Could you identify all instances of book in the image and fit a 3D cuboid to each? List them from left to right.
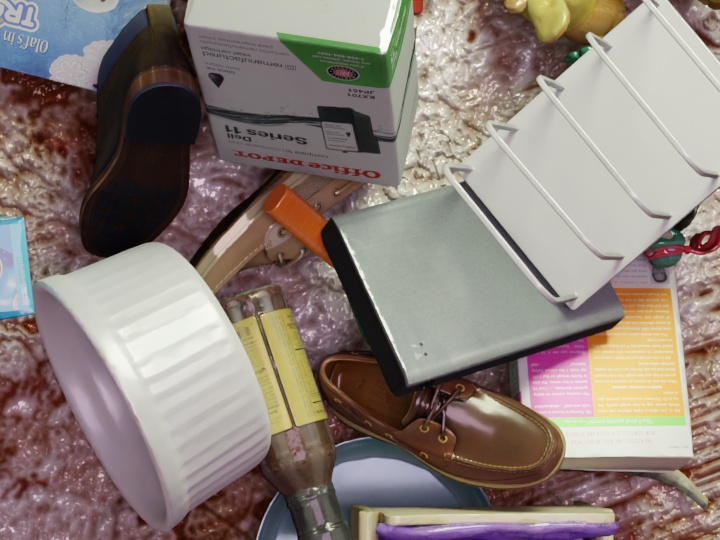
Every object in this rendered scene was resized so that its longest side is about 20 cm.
[{"bbox_3d":[0.179,0.052,1.767,0.133,0.048,0.201,2,70,-11],"label":"book"}]

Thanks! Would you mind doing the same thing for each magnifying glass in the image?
[{"bbox_3d":[0.000,0.000,1.732,0.200,0.022,0.080,40,81,-36],"label":"magnifying glass"}]

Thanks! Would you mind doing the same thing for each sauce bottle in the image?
[{"bbox_3d":[-0.057,0.114,1.720,0.064,0.065,0.201,-16,83,-11],"label":"sauce bottle"}]

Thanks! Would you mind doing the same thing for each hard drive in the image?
[{"bbox_3d":[0.085,0.003,1.710,0.199,0.033,0.140,-16,71,-29],"label":"hard drive"}]

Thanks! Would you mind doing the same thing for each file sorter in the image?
[{"bbox_3d":[0.174,-0.086,1.639,0.200,0.124,0.139,-41,81,13],"label":"file sorter"}]

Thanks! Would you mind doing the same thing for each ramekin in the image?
[{"bbox_3d":[-0.147,0.077,1.653,0.097,0.200,0.201,-28,97,-18],"label":"ramekin"}]

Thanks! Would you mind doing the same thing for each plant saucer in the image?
[{"bbox_3d":[0.013,0.227,1.774,0.199,0.027,0.202,0,91,-12],"label":"plant saucer"}]

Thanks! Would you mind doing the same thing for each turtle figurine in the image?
[{"bbox_3d":[0.222,-0.077,1.757,0.149,0.101,0.201,-10,83,2],"label":"turtle figurine"}]

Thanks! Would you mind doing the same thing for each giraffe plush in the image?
[{"bbox_3d":[0.184,-0.239,1.746,0.162,0.173,0.200,-44,100,6],"label":"giraffe plush"}]

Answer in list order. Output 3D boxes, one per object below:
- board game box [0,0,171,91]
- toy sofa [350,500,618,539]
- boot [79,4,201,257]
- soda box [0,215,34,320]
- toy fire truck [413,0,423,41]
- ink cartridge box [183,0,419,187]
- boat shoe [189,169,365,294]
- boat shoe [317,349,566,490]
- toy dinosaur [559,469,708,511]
[{"bbox_3d":[-0.229,-0.243,1.677,0.199,0.043,0.200,13,105,-12],"label":"board game box"},{"bbox_3d":[0.093,0.220,1.729,0.199,0.098,0.083,1,91,-13],"label":"toy sofa"},{"bbox_3d":[-0.162,-0.100,1.684,0.074,0.200,0.097,8,49,-20],"label":"boot"},{"bbox_3d":[-0.272,-0.002,1.617,0.064,0.200,0.068,-8,93,-12],"label":"soda box"},{"bbox_3d":[-0.021,-0.222,1.666,0.175,0.129,0.201,3,105,15],"label":"toy fire truck"},{"bbox_3d":[-0.037,-0.147,1.627,0.146,0.200,0.084,9,66,9],"label":"ink cartridge box"},{"bbox_3d":[-0.058,-0.035,1.730,0.200,0.071,0.065,-45,99,-9],"label":"boat shoe"},{"bbox_3d":[0.055,0.109,1.711,0.199,0.068,0.072,19,79,23],"label":"boat shoe"},{"bbox_3d":[0.192,0.125,1.804,0.199,0.047,0.089,14,89,-19],"label":"toy dinosaur"}]
